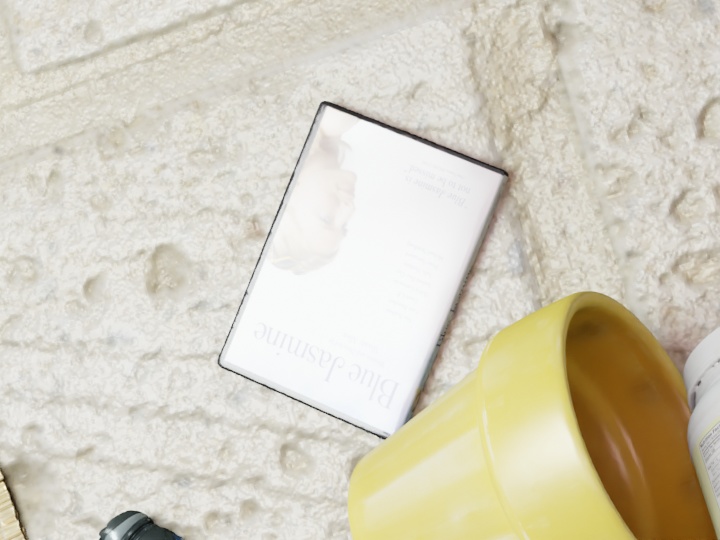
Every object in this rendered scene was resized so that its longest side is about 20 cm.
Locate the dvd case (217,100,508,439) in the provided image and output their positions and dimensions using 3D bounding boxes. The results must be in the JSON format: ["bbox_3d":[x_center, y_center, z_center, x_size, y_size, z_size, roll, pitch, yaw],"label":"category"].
[{"bbox_3d":[0.000,0.000,1.385,0.142,0.018,0.201,22,92,15],"label":"dvd case"}]

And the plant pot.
[{"bbox_3d":[0.104,0.141,1.265,0.188,0.201,0.201,-29,78,27],"label":"plant pot"}]

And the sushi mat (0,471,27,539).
[{"bbox_3d":[-0.340,0.194,1.462,0.199,0.012,0.096,-26,78,11],"label":"sushi mat"}]

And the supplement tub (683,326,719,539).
[{"bbox_3d":[0.279,0.132,1.207,0.144,0.145,0.201,-22,55,12],"label":"supplement tub"}]

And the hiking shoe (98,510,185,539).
[{"bbox_3d":[-0.166,0.268,1.377,0.086,0.074,0.201,21,91,16],"label":"hiking shoe"}]
